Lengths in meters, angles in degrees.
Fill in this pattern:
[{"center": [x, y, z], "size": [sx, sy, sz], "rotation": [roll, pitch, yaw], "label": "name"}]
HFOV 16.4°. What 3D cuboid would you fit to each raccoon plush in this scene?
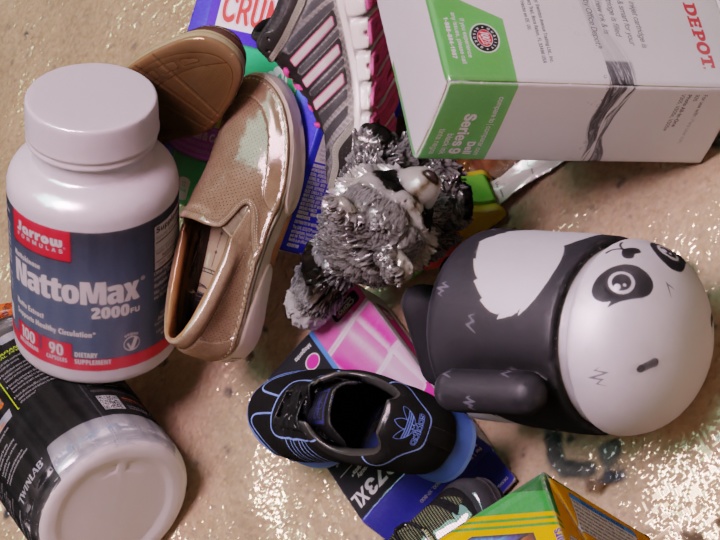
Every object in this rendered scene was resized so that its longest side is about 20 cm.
[{"center": [0.000, 0.000, 1.603], "size": [0.200, 0.097, 0.134], "rotation": [-66, -7, 34], "label": "raccoon plush"}]

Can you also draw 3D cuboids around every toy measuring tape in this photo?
[{"center": [0.068, -0.059, 1.679], "size": [0.200, 0.074, 0.074], "rotation": [-37, 48, 20], "label": "toy measuring tape"}]

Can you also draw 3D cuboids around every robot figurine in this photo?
[{"center": [0.121, 0.035, 1.543], "size": [0.200, 0.125, 0.151], "rotation": [5, 71, 42], "label": "robot figurine"}]

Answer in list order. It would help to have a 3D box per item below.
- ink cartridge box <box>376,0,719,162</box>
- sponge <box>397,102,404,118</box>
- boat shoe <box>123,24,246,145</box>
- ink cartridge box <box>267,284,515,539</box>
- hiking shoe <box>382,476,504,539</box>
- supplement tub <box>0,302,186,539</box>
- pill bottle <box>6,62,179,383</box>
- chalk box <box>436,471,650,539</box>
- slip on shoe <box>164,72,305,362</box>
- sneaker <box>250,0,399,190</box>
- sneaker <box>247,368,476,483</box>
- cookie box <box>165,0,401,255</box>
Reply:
[{"center": [0.125, -0.147, 1.586], "size": [0.084, 0.199, 0.146], "rotation": [113, 153, -50], "label": "ink cartridge box"}, {"center": [0.086, -0.189, 1.762], "size": [0.200, 0.030, 0.112], "rotation": [-53, 44, 5], "label": "sponge"}, {"center": [-0.135, -0.129, 1.758], "size": [0.200, 0.072, 0.072], "rotation": [-40, 20, 52], "label": "boat shoe"}, {"center": [0.017, 0.104, 1.661], "size": [0.095, 0.037, 0.200], "rotation": [-47, 48, 11], "label": "ink cartridge box"}, {"center": [0.013, 0.207, 1.556], "size": [0.200, 0.101, 0.076], "rotation": [-51, 55, 10], "label": "hiking shoe"}, {"center": [-0.218, 0.114, 1.792], "size": [0.123, 0.122, 0.200], "rotation": [-50, 45, 7], "label": "supplement tub"}, {"center": [-0.184, -0.034, 1.725], "size": [0.120, 0.119, 0.201], "rotation": [45, 143, 45], "label": "pill bottle"}, {"center": [0.078, 0.234, 1.474], "size": [0.200, 0.125, 0.124], "rotation": [-33, 50, 21], "label": "chalk box"}, {"center": [-0.092, -0.038, 1.710], "size": [0.076, 0.060, 0.201], "rotation": [17, 95, 44], "label": "slip on shoe"}, {"center": [-0.027, -0.141, 1.664], "size": [0.087, 0.201, 0.074], "rotation": [2, 24, 15], "label": "sneaker"}, {"center": [-0.017, 0.091, 1.612], "size": [0.200, 0.078, 0.070], "rotation": [4, 72, 48], "label": "sneaker"}, {"center": [-0.055, -0.127, 1.786], "size": [0.171, 0.075, 0.201], "rotation": [25, 99, 45], "label": "cookie box"}]
